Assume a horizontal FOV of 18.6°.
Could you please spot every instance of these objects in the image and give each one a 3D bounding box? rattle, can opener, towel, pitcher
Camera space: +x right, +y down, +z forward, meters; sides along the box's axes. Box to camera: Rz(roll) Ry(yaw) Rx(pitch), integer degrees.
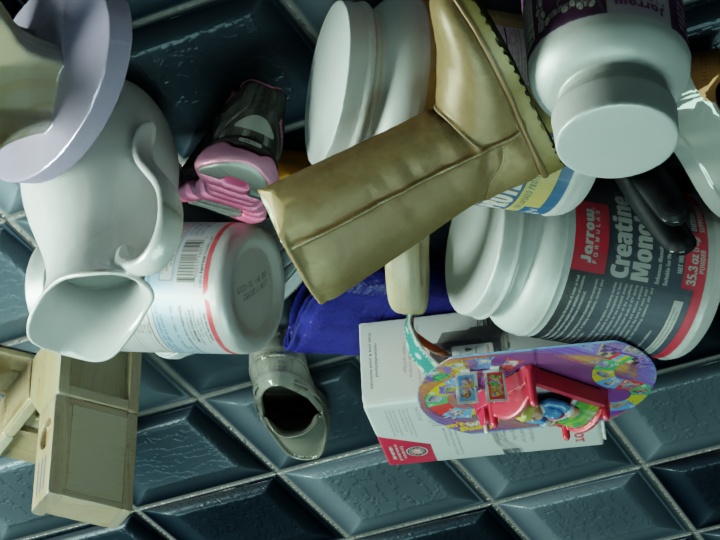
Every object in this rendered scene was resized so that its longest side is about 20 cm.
[{"bbox_3d":[0.000,0.000,1.795,0.142,0.130,0.200,-9,136,-7],"label":"rattle"},{"bbox_3d":[0.209,-0.070,1.671,0.078,0.200,0.063,-28,128,-1],"label":"can opener"},{"bbox_3d":[0.040,0.031,1.935,0.199,0.050,0.148,5,152,-13],"label":"towel"},{"bbox_3d":[-0.183,-0.057,1.650,0.121,0.200,0.171,23,138,-32],"label":"pitcher"}]

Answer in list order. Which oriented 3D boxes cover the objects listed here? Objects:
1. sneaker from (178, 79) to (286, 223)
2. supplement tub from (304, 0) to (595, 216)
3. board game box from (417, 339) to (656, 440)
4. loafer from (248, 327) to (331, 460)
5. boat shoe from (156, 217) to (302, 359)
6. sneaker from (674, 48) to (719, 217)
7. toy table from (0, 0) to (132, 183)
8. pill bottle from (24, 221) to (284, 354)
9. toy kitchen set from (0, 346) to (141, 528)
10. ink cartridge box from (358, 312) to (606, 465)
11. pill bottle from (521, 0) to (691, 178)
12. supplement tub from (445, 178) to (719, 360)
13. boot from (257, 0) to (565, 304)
[{"bbox_3d":[-0.095,-0.096,1.711,0.079,0.096,0.200,16,168,-13],"label":"sneaker"},{"bbox_3d":[0.070,-0.123,1.617,0.199,0.145,0.145,8,145,-14],"label":"supplement tub"},{"bbox_3d":[0.148,0.115,1.823,0.199,0.039,0.158,-5,152,3],"label":"board game box"},{"bbox_3d":[-0.067,0.129,2.048,0.070,0.070,0.200,-8,146,8],"label":"loafer"},{"bbox_3d":[-0.101,0.011,1.890,0.200,0.074,0.067,-30,165,34],"label":"boat shoe"},{"bbox_3d":[0.296,-0.102,1.725,0.084,0.073,0.200,-18,142,26],"label":"sneaker"},{"bbox_3d":[-0.262,-0.140,1.567,0.117,0.184,0.200,2,141,-37],"label":"toy table"},{"bbox_3d":[-0.171,0.014,1.814,0.199,0.109,0.109,1,150,26],"label":"pill bottle"},{"bbox_3d":[-0.314,0.162,1.986,0.163,0.181,0.200,16,143,-23],"label":"toy kitchen set"},{"bbox_3d":[0.109,0.100,1.927,0.199,0.084,0.145,-7,152,7],"label":"ink cartridge box"},{"bbox_3d":[0.167,-0.167,1.507,0.112,0.200,0.112,-2,146,-1],"label":"pill bottle"},{"bbox_3d":[0.184,-0.009,1.797,0.199,0.141,0.140,10,144,-18],"label":"supplement tub"},{"bbox_3d":[0.021,-0.089,1.508,0.200,0.066,0.175,-27,112,5],"label":"boot"}]
